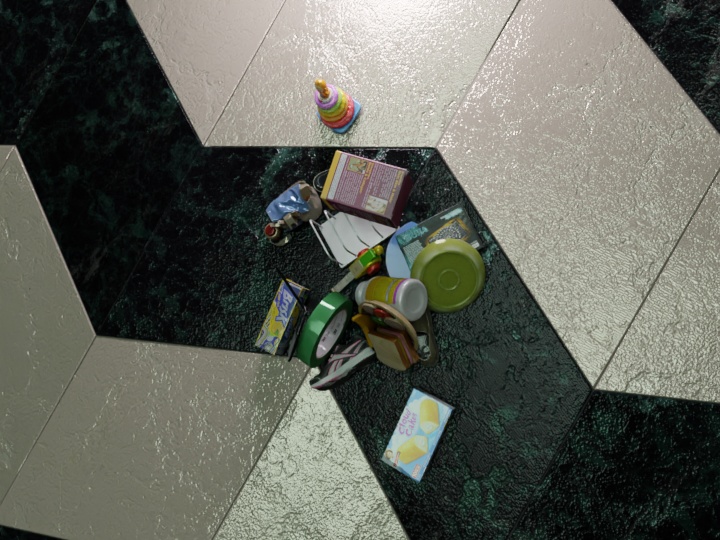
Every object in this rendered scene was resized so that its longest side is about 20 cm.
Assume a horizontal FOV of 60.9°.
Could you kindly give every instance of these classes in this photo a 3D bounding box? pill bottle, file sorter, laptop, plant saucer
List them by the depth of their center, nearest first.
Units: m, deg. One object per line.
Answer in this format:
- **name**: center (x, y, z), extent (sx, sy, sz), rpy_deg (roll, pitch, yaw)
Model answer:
- **plant saucer**: center (0.225, 0.021, 1.566), extent (0.195, 0.031, 0.205), rpy_deg (0, 110, 0)
- **laptop**: center (-0.198, 0.106, 1.577), extent (0.114, 0.187, 0.204), rpy_deg (20, 89, -6)
- **pill bottle**: center (0.073, 0.069, 1.580), extent (0.198, 0.103, 0.107), rpy_deg (4, 81, 51)
- **file sorter**: center (-0.017, -0.127, 1.661), extent (0.198, 0.124, 0.140), rpy_deg (-33, 75, 8)

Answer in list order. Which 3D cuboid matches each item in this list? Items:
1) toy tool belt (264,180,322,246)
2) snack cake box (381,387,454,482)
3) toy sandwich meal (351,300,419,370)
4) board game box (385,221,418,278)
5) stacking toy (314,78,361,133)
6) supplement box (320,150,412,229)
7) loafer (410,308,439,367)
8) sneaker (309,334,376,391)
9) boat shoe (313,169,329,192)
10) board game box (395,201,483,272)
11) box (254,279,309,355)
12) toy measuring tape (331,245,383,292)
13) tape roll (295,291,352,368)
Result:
- **toy tool belt**: center (-0.208, -0.167, 1.721), extent (0.199, 0.123, 0.126), rpy_deg (-37, 74, 8)
- **snack cake box**: center (0.147, 0.416, 1.563), extent (0.113, 0.067, 0.203), rpy_deg (25, 89, 17)
- **toy sandwich meal**: center (0.061, 0.162, 1.540), extent (0.203, 0.207, 0.071), rpy_deg (31, 64, 18)
- **board game box**: center (0.166, -0.029, 1.638), extent (0.197, 0.039, 0.161), rpy_deg (23, 87, 17)
- **stacking toy**: center (-0.085, -0.473, 1.692), extent (0.115, 0.200, 0.111), rpy_deg (39, 92, 16)
- **supplement box**: center (0.017, -0.203, 1.545), extent (0.196, 0.103, 0.134), rpy_deg (19, 84, 16)
- **loafer**: center (0.155, 0.150, 1.598), extent (0.074, 0.070, 0.204), rpy_deg (-23, 76, 11)
- **sneaker**: center (-0.054, 0.248, 1.651), extent (0.197, 0.081, 0.087), rpy_deg (-31, 63, 1)
- **boat shoe**: center (-0.044, -0.259, 1.721), extent (0.195, 0.062, 0.077), rpy_deg (-1, 82, 18)
- **board game box**: center (0.204, -0.073, 1.598), extent (0.197, 0.028, 0.138), rpy_deg (-26, 75, 9)
- **box**: center (-0.217, 0.131, 1.711), extent (0.069, 0.064, 0.204), rpy_deg (23, 88, 17)
- **toy measuring tape**: center (0.000, 0.000, 1.681), extent (0.200, 0.073, 0.074), rpy_deg (-46, 71, 29)
- **tape roll**: center (-0.092, 0.155, 1.600), extent (0.048, 0.200, 0.203), rpy_deg (28, 90, 16)
